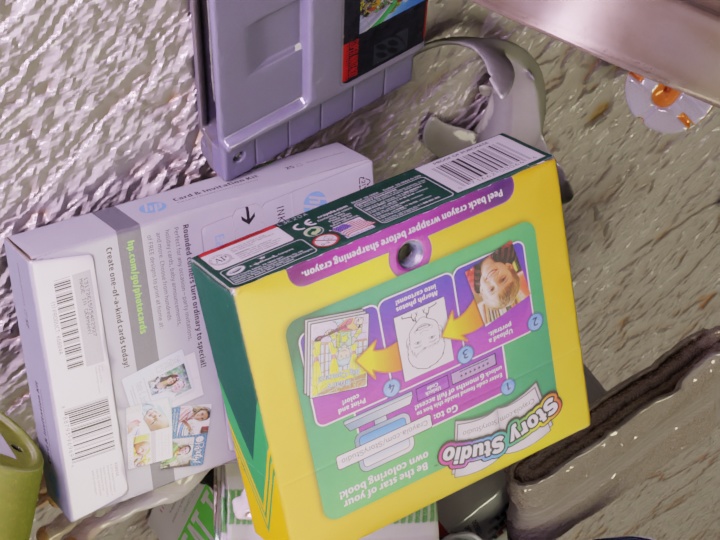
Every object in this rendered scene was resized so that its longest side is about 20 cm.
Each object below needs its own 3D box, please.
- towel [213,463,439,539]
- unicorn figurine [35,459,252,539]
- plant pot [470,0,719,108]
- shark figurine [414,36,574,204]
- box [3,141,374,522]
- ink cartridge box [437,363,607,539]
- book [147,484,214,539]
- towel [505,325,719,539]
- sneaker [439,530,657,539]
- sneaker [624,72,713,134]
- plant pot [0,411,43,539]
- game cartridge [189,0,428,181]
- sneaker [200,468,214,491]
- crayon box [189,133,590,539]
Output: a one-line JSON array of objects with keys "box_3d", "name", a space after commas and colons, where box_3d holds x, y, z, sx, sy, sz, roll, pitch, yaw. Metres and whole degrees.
[{"box_3d": [-0.021, 0.132, 1.113, 0.152, 0.200, 0.023, 1, 171, -21], "name": "towel"}, {"box_3d": [-0.122, 0.118, 1.042, 0.137, 0.200, 0.074, -28, 121, -26], "name": "unicorn figurine"}, {"box_3d": [0.161, -0.184, 0.877, 0.200, 0.200, 0.174, 5, 113, -57], "name": "plant pot"}, {"box_3d": [0.095, -0.079, 1.073, 0.128, 0.090, 0.215, -31, 157, -21], "name": "shark figurine"}, {"box_3d": [-0.081, 0.030, 0.961, 0.200, 0.041, 0.156, -18, 119, -25], "name": "box"}, {"box_3d": [0.078, 0.130, 1.339, 0.200, 0.145, 0.145, -37, 154, -6], "name": "ink cartridge box"}, {"box_3d": [-0.059, 0.205, 1.210, 0.048, 0.200, 0.134, -18, 148, -43], "name": "book"}, {"box_3d": [0.186, 0.123, 1.269, 0.200, 0.034, 0.133, -33, 151, -14], "name": "towel"}, {"box_3d": [0.122, 0.217, 1.239, 0.200, 0.070, 0.109, -13, 151, 3], "name": "sneaker"}, {"box_3d": [0.240, -0.179, 1.131, 0.200, 0.078, 0.077, -52, 174, 26], "name": "sneaker"}, {"box_3d": [-0.255, 0.158, 0.919, 0.200, 0.187, 0.187, -58, 153, 7], "name": "plant pot"}, {"box_3d": [-0.022, -0.134, 0.878, 0.130, 0.038, 0.200, -26, 153, -16], "name": "game cartridge"}, {"box_3d": [-0.027, 0.064, 1.163, 0.104, 0.060, 0.200, 28, 84, -30], "name": "sneaker"}, {"box_3d": [0.022, 0.042, 0.970, 0.200, 0.058, 0.173, -23, 119, -23], "name": "crayon box"}]
